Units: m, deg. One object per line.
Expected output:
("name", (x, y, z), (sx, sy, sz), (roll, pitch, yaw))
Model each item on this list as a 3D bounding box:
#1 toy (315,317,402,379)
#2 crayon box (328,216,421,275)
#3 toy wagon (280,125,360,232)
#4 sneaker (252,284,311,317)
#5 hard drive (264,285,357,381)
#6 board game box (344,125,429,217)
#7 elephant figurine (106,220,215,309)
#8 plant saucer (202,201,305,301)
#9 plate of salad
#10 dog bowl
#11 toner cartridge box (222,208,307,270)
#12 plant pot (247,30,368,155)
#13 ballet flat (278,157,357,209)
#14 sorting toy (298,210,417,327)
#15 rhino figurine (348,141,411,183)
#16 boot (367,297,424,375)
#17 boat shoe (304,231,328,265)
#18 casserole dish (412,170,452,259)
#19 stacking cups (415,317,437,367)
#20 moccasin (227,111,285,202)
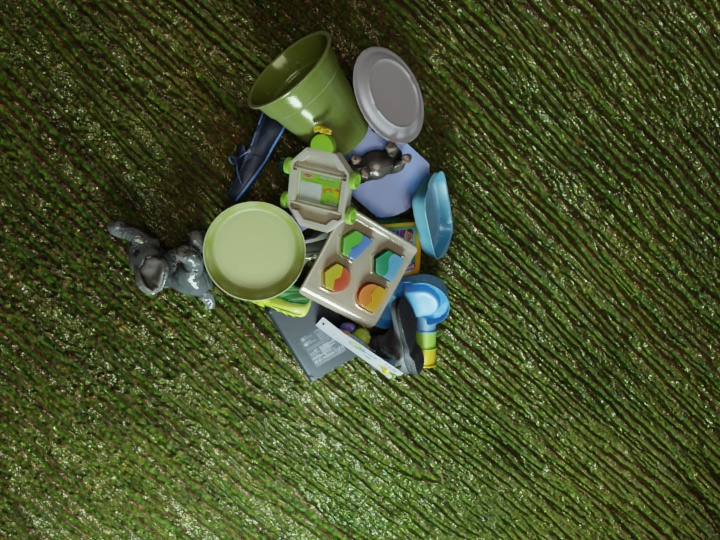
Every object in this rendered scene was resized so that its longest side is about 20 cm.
("toy", (0.004, 0.152, 1.392), (0.200, 0.115, 0.047), (39, 72, -1))
("crayon box", (0.032, -0.046, 1.390), (0.200, 0.058, 0.119), (-6, 108, -27))
("toy wagon", (-0.073, -0.175, 1.253), (0.155, 0.040, 0.200), (16, 112, 21))
("sneaker", (-0.194, 0.033, 1.397), (0.200, 0.074, 0.084), (23, 69, 5))
("hard drive", (-0.101, 0.129, 1.457), (0.139, 0.033, 0.200), (-30, 106, -1))
("board game box", (0.043, -0.212, 1.397), (0.200, 0.039, 0.158), (40, 101, -12))
("elephant figurine", (-0.406, -0.013, 1.344), (0.200, 0.155, 0.142), (-5, 147, 3))
("plant saucer", (-0.209, -0.039, 1.305), (0.200, 0.031, 0.200), (-2, 104, -9))
("plate of salad", (0.053, -0.348, 1.323), (0.200, 0.048, 0.200), (11, 73, -42))
("dog bowl", (0.098, 0.064, 1.419), (0.200, 0.050, 0.112), (-8, 122, 26))
("toner cartridge box", (-0.186, -0.076, 1.364), (0.200, 0.095, 0.043), (-30, 106, 0))
("plant pot", (-0.081, -0.321, 1.280), (0.200, 0.200, 0.190), (-43, 124, 3))
("ballet flat", (-0.086, -0.176, 1.381), (0.200, 0.067, 0.064), (44, 66, -16))
("sorting toy", (0.000, 0.000, 1.325), (0.185, 0.036, 0.200), (29, 95, -24))
("rhino figurine", (0.002, -0.205, 1.330), (0.200, 0.087, 0.060), (-16, 90, 0))
("boot", (0.055, 0.146, 1.425), (0.131, 0.070, 0.200), (3, 120, 28))
("boat shoe", (-0.122, -0.039, 1.394), (0.201, 0.072, 0.060), (-16, 100, -8))
("casserole dish", (0.151, -0.116, 1.386), (0.039, 0.121, 0.200), (8, 135, 26))
("stacking cups", (0.151, 0.115, 1.482), (0.060, 0.061, 0.200), (3, 100, -9))
("moccasin", (-0.222, -0.235, 1.339), (0.068, 0.080, 0.200), (30, 83, -10))
